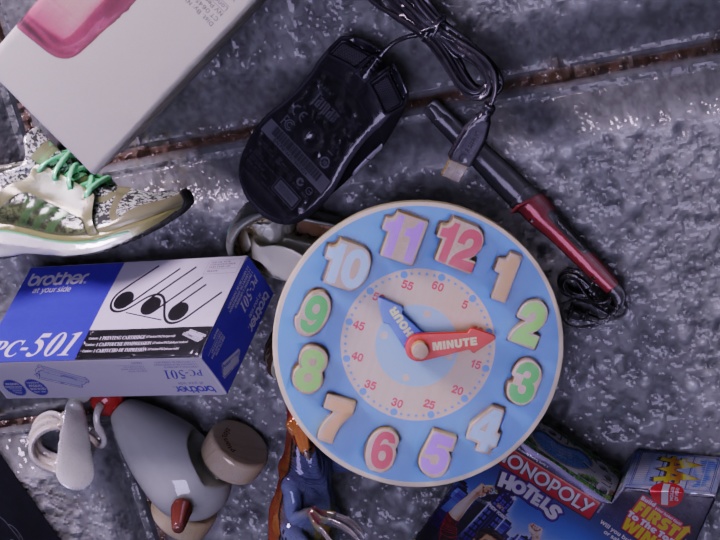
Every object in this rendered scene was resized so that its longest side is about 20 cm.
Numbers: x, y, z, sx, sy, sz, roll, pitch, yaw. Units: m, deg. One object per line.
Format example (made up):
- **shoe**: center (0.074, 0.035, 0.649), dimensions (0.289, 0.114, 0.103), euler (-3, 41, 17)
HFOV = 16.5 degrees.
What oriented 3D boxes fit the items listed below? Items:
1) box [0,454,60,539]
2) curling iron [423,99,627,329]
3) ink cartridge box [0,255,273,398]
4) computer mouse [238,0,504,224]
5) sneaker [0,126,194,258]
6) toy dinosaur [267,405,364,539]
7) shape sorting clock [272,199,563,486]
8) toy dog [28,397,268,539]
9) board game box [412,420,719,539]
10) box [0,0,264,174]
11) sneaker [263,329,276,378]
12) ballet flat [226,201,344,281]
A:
- **box**: center (-0.319, 0.220, 1.881), dimensions (0.107, 0.149, 0.201), euler (-28, 102, 26)
- **curling iron**: center (0.111, -0.037, 1.700), dimensions (0.049, 0.026, 0.200), euler (-37, 97, 24)
- **ink cartridge box**: center (-0.167, 0.041, 1.757), dimensions (0.199, 0.094, 0.044), euler (-3, 137, 33)
- **computer mouse**: center (0.014, -0.097, 1.689), dimensions (0.140, 0.046, 0.200), euler (41, 111, 15)
- **sneaker**: center (-0.217, -0.058, 1.775), dimensions (0.199, 0.077, 0.089), euler (-3, 103, 17)
- **toy dinosaur**: center (-0.046, 0.170, 1.785), dimensions (0.199, 0.105, 0.182), euler (-14, 115, 23)
- **shape sorting clock**: center (0.039, 0.051, 1.685), dimensions (0.198, 0.039, 0.202), euler (0, 99, 0)
- **toy dog**: center (-0.171, 0.132, 1.824), dimensions (0.199, 0.096, 0.133), euler (18, 117, 10)
- **board game box**: center (0.160, 0.187, 1.761), dimensions (0.199, 0.062, 0.200), euler (34, 118, -1)
- **box**: center (-0.137, -0.183, 1.659), dimensions (0.109, 0.128, 0.200), euler (44, 118, -4)
- **sneaker**: center (0.027, 0.077, 1.749), dimensions (0.199, 0.076, 0.071), euler (9, 115, 14)
- **ballet flat**: center (0.000, 0.000, 1.731), dimensions (0.199, 0.064, 0.068), euler (15, 116, 11)
